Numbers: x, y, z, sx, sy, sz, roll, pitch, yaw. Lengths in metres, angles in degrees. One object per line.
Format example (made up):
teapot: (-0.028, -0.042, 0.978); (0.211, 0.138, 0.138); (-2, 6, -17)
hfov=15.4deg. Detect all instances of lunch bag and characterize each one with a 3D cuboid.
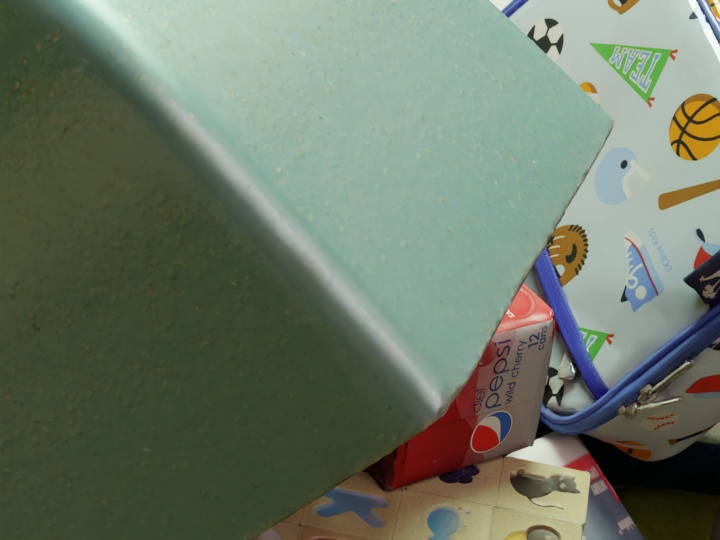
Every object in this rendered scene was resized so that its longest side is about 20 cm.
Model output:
lunch bag: (0.108, -0.030, 1.039); (0.075, 0.160, 0.201); (21, 39, -42)

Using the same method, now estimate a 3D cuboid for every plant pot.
plant pot: (-0.074, -0.034, 0.831); (0.200, 0.195, 0.197); (50, 33, -10)

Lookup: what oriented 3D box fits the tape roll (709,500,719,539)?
tape roll: (0.241, 0.110, 1.057); (0.201, 0.140, 0.203); (4, 45, -4)

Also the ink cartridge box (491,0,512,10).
ink cartridge box: (0.065, -0.140, 1.227); (0.200, 0.076, 0.136); (47, 50, 1)

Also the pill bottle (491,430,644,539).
pill bottle: (0.086, 0.175, 1.030); (0.119, 0.120, 0.201); (-26, 80, -39)

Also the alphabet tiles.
alphabet tiles: (-0.019, 0.083, 0.949); (0.199, 0.006, 0.167); (11, 31, 2)

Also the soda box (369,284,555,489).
soda box: (-0.013, -0.004, 1.019); (0.070, 0.064, 0.200); (-13, 39, -33)

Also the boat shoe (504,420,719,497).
boat shoe: (0.112, 0.051, 1.158); (0.199, 0.072, 0.073); (14, 52, -37)

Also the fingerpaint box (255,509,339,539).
fingerpaint box: (-0.060, 0.147, 0.912); (0.199, 0.074, 0.167); (26, 35, 21)
